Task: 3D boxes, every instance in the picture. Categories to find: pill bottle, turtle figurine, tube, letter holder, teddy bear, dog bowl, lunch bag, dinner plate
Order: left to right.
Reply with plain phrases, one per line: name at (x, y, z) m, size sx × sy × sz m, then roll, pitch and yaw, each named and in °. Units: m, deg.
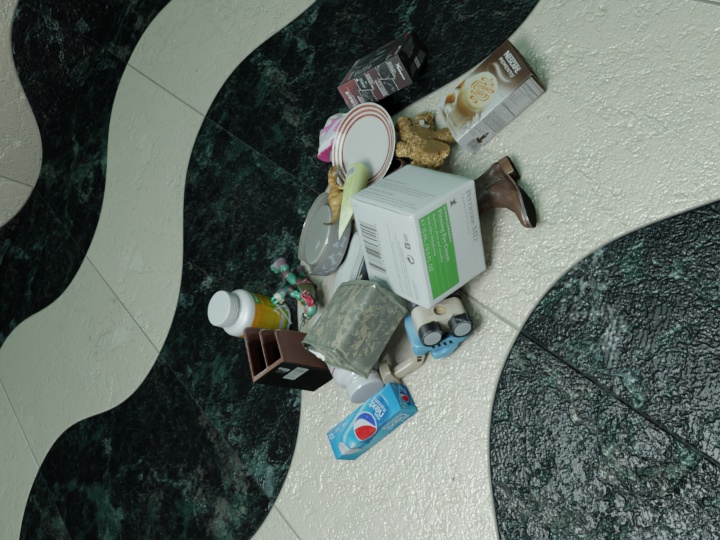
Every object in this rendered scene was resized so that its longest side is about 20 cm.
pill bottle at (-0.274, 0.110, 1.602) m, size 0.109 × 0.198 × 0.114 m, roll -12°, pitch 70°, yaw 35°
letter holder at (-0.156, 0.180, 1.484) m, size 0.100 × 0.198 × 0.145 m, roll -35°, pitch 57°, yaw 26°
turtle figurine at (-0.146, 0.060, 1.556) m, size 0.100 × 0.150 × 0.202 m, roll -33°, pitch 47°, yaw 8°
dog bowl at (-0.084, -0.080, 1.549) m, size 0.200 × 0.057 × 0.205 m, roll -44°, pitch 38°, yaw 50°
pill bottle at (-0.026, 0.184, 1.434) m, size 0.109 × 0.108 × 0.202 m, roll -44°, pitch 54°, yaw 21°
lunch bag at (-0.024, 0.113, 1.334) m, size 0.166 × 0.117 × 0.199 m, roll -57°, pitch 26°, yaw -14°
tube at (-0.017, -0.154, 1.389) m, size 0.051 × 0.059 × 0.202 m, roll -9°, pitch 38°, yaw 17°
dinner plate at (0.009, -0.281, 1.495) m, size 0.197 × 0.024 × 0.206 m, roll -4°, pitch 84°, yaw 41°
teddy bear at (0.139, -0.284, 1.443) m, size 0.143 × 0.068 × 0.201 m, roll -26°, pitch 47°, yaw -17°

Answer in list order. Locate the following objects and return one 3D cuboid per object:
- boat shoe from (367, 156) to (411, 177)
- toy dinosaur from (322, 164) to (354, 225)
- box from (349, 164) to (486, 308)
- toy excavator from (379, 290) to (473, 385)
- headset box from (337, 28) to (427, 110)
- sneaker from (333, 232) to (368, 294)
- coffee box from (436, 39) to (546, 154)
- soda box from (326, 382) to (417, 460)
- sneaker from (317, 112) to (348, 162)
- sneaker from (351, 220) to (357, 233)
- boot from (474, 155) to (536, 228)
boat shoe at (0.042, -0.238, 1.526) m, size 0.197 × 0.070 × 0.072 m, roll 2°, pitch 79°, yaw 41°
toy dinosaur at (-0.047, -0.145, 1.452) m, size 0.061 × 0.104 × 0.204 m, roll 125°, pitch 152°, yaw -43°
box at (0.114, -0.073, 1.283) m, size 0.198 × 0.169 × 0.203 m, roll 23°, pitch 136°, yaw 49°
toy excavator at (0.130, 0.150, 1.324) m, size 0.189 × 0.203 × 0.101 m, roll -14°, pitch 46°, yaw -7°
headset box at (0.045, -0.467, 1.541) m, size 0.196 × 0.078 × 0.150 m, roll -16°, pitch 32°, yaw 35°
sneaker at (0.000, 0.000, 1.494) m, size 0.202 × 0.078 × 0.079 m, roll -63°, pitch 38°, yaw 39°
coffee box at (0.270, -0.361, 1.362) m, size 0.199 × 0.079 × 0.116 m, roll -40°, pitch 56°, yaw 24°
soda box at (0.022, 0.323, 1.380) m, size 0.200 × 0.067 × 0.065 m, roll -43°, pitch 54°, yaw 22°
sneaker at (-0.039, -0.359, 1.620) m, size 0.198 × 0.081 × 0.090 m, roll -30°, pitch 62°, yaw 29°
sneaker at (0.027, -0.149, 1.495) m, size 0.197 × 0.092 × 0.072 m, roll -22°, pitch 64°, yaw 33°
boot at (0.246, -0.112, 1.320) m, size 0.198 × 0.064 × 0.190 m, roll -33°, pitch 46°, yaw 25°
